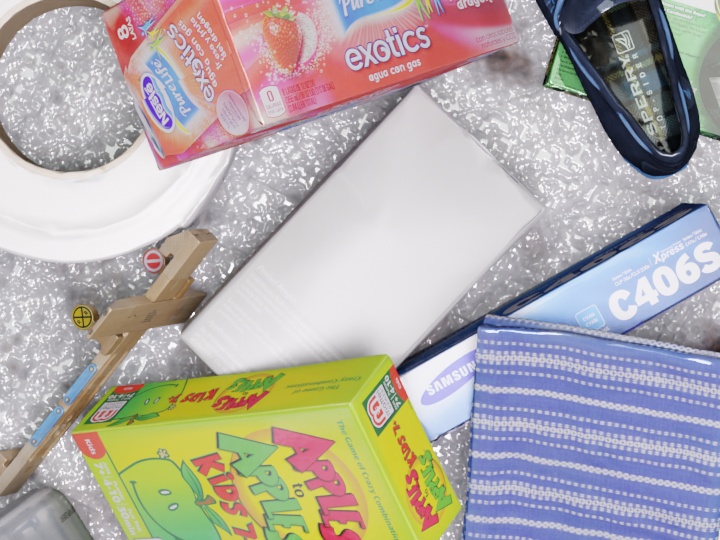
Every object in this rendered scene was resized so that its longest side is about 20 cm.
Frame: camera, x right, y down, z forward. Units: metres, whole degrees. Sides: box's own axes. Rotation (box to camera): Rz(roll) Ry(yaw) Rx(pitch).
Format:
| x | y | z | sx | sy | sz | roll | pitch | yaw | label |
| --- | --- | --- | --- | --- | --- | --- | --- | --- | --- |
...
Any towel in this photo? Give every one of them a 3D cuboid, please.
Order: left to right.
| x | y | z | sx | sy | sz | roll | pitch | yaw | label |
| --- | --- | --- | --- | --- | --- | --- | --- | --- | --- |
| 0.126 | 0.123 | 1.375 | 0.144 | 0.024 | 0.201 | 9 | 121 | 11 | towel |

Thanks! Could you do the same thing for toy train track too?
| x | y | z | sx | sy | sz | roll | pitch | yaw | label |
| --- | --- | --- | --- | --- | --- | --- | --- | --- | --- |
| -0.155 | 0.047 | 1.430 | 0.033 | 0.115 | 0.200 | 44 | 108 | 15 | toy train track |

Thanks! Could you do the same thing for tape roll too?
| x | y | z | sx | sy | sz | roll | pitch | yaw | label |
| --- | --- | --- | --- | --- | --- | --- | --- | --- | --- |
| -0.162 | -0.103 | 1.430 | 0.201 | 0.071 | 0.203 | 0 | 91 | -2 | tape roll |

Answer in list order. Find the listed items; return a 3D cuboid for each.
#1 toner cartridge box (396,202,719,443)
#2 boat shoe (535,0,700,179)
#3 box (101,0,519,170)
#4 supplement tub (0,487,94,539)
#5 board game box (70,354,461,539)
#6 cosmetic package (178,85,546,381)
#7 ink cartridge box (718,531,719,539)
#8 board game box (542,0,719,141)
| x | y | z | sx | sy | sz | roll | pitch | yaw | label |
| --- | --- | --- | --- | --- | --- | --- | --- | --- | --- |
| 0.113 | 0.028 | 1.428 | 0.199 | 0.095 | 0.043 | -29 | 91 | -1 | toner cartridge box |
| 0.145 | -0.151 | 1.415 | 0.084 | 0.069 | 0.200 | -31 | 91 | -1 | boat shoe |
| -0.026 | -0.132 | 1.368 | 0.200 | 0.102 | 0.095 | -21 | 91 | -40 | box |
| -0.170 | 0.233 | 1.413 | 0.122 | 0.123 | 0.200 | -32 | 93 | 0 | supplement tub |
| -0.054 | 0.109 | 1.379 | 0.199 | 0.048 | 0.102 | -8 | 117 | 37 | board game box |
| 0.000 | 0.000 | 1.431 | 0.200 | 0.090 | 0.107 | -45 | 93 | -3 | cosmetic package |
| 0.190 | 0.122 | 1.455 | 0.200 | 0.050 | 0.109 | -38 | 92 | -1 | ink cartridge box |
| 0.215 | -0.128 | 1.462 | 0.199 | 0.023 | 0.105 | 18 | 92 | -2 | board game box |
